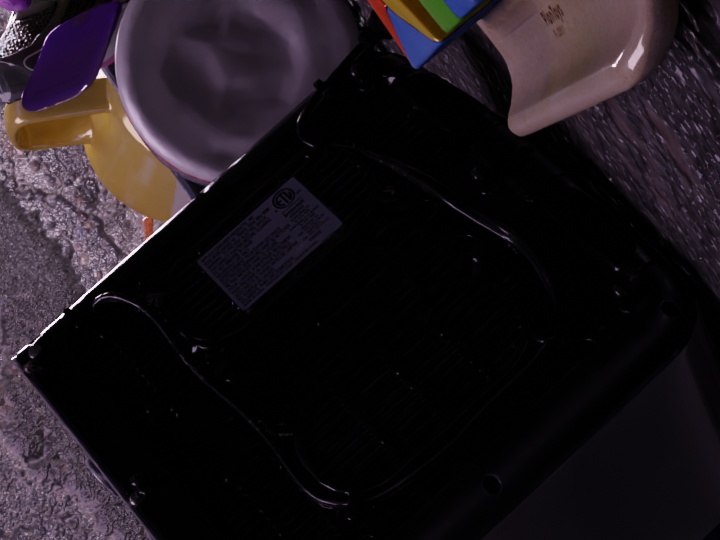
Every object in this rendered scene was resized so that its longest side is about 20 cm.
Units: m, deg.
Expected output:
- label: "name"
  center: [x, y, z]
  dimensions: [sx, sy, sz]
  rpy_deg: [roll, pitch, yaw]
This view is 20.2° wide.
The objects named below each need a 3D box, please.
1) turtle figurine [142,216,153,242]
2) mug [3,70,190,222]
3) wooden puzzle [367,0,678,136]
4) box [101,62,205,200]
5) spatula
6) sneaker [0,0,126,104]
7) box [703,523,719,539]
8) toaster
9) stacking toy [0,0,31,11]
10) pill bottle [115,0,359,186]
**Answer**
- label: "turtle figurine"
  center: [-0.057, -0.045, 1.471]
  dimensions: [0.161, 0.200, 0.064]
  rpy_deg: [35, 147, -14]
- label: "mug"
  center: [-0.126, -0.104, 1.356]
  dimensions: [0.150, 0.186, 0.153]
  rpy_deg: [50, 169, 0]
- label: "wooden puzzle"
  center: [-0.007, -0.119, 0.496]
  dimensions: [0.200, 0.046, 0.185]
  rpy_deg: [56, 177, -2]
- label: "box"
  center: [-0.076, -0.099, 1.194]
  dimensions: [0.200, 0.107, 0.148]
  rpy_deg: [56, 176, -31]
- label: "spatula"
  center: [-0.118, -0.145, 1.042]
  dimensions: [0.021, 0.056, 0.200]
  rpy_deg: [56, -142, -22]
- label: "sneaker"
  center: [-0.160, -0.175, 1.098]
  dimensions: [0.086, 0.080, 0.200]
  rpy_deg: [53, -143, -30]
- label: "box"
  center: [0.078, 0.109, 0.916]
  dimensions: [0.200, 0.117, 0.197]
  rpy_deg: [57, 176, -38]
- label: "toaster"
  center: [0.013, 0.037, 0.667]
  dimensions: [0.181, 0.200, 0.119]
  rpy_deg: [43, 172, 39]
- label: "stacking toy"
  center: [-0.169, -0.170, 1.006]
  dimensions: [0.110, 0.200, 0.116]
  rpy_deg: [57, 177, -31]
- label: "pill bottle"
  center: [-0.061, -0.094, 0.978]
  dimensions: [0.111, 0.111, 0.200]
  rpy_deg: [56, 177, -4]
